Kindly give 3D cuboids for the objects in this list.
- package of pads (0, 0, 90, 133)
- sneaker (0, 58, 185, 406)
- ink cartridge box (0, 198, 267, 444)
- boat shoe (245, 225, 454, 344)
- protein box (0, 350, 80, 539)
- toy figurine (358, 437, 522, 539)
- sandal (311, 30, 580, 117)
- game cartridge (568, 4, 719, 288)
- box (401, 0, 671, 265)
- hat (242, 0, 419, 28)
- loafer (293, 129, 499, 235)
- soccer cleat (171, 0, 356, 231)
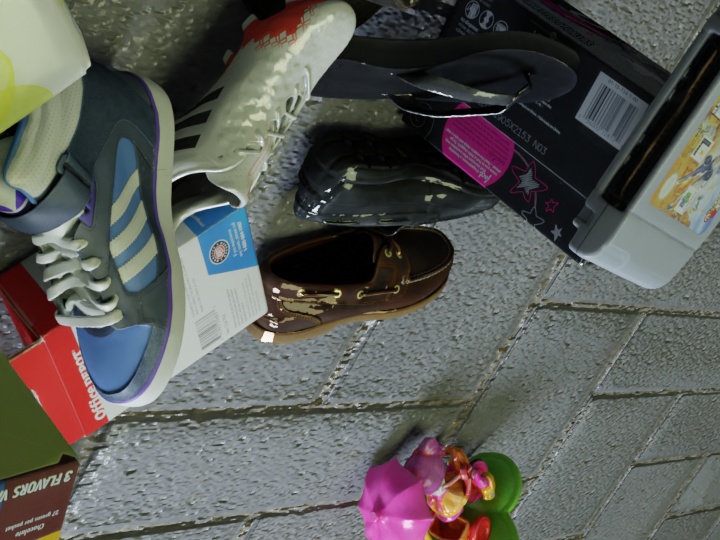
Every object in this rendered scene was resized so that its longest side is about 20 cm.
[{"bbox_3d":[-0.229,-0.138,0.620,0.154,0.068,0.201,-37,132,-15],"label":"package of pads"},{"bbox_3d":[-0.171,-0.020,0.758,0.146,0.080,0.204,-2,94,-56],"label":"sneaker"},{"bbox_3d":[-0.164,0.028,0.907,0.199,0.067,0.117,-34,145,-20],"label":"ink cartridge box"},{"bbox_3d":[0.000,0.000,1.067,0.198,0.070,0.071,-20,143,-36],"label":"boat shoe"},{"bbox_3d":[-0.279,0.130,0.759,0.134,0.198,0.202,-11,134,-42],"label":"protein box"},{"bbox_3d":[0.076,0.238,1.383,0.202,0.149,0.184,-61,142,-19],"label":"toy figurine"},{"bbox_3d":[0.049,-0.125,0.919,0.197,0.044,0.076,-1,160,-1],"label":"sandal"},{"bbox_3d":[0.226,-0.082,0.906,0.132,0.041,0.201,20,107,-51],"label":"game cartridge"},{"bbox_3d":[0.153,-0.113,1.004,0.114,0.200,0.133,-1,125,-50],"label":"box"},{"bbox_3d":[0.013,-0.218,0.839,0.199,0.081,0.202,-32,145,-25],"label":"hat"},{"bbox_3d":[0.030,-0.063,1.044,0.199,0.068,0.071,0,133,-44],"label":"loafer"},{"bbox_3d":[-0.074,-0.088,0.846,0.199,0.086,0.069,-37,150,5],"label":"soccer cleat"}]
